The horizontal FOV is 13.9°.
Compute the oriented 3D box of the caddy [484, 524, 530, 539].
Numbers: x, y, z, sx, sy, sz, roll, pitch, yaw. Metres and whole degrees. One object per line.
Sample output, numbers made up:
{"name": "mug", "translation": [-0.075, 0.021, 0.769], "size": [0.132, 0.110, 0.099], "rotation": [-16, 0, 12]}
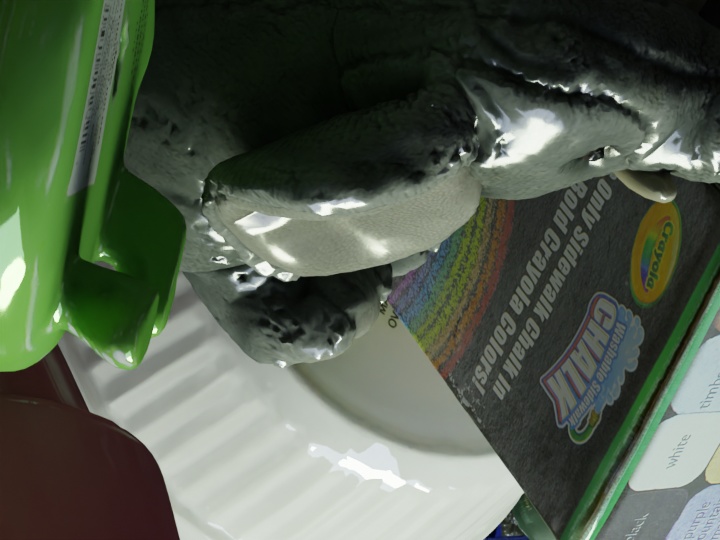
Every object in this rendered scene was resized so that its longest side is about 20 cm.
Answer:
{"name": "caddy", "translation": [0.003, 0.096, 1.108], "size": [0.105, 0.142, 0.200], "rotation": [-13, 169, 41]}

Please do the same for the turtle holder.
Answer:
{"name": "turtle holder", "translation": [-0.094, -0.063, 0.623], "size": [0.131, 0.141, 0.186], "rotation": [10, -145, -1]}

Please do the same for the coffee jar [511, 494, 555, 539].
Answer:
{"name": "coffee jar", "translation": [0.142, 0.031, 1.032], "size": [0.085, 0.105, 0.200], "rotation": [21, 143, -34]}

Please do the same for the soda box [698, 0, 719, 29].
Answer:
{"name": "soda box", "translation": [0.147, -0.094, 0.721], "size": [0.071, 0.064, 0.200], "rotation": [-2, 174, -16]}

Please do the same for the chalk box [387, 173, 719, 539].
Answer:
{"name": "chalk box", "translation": [0.103, 0.000, 0.850], "size": [0.124, 0.200, 0.125], "rotation": [-1, 130, -36]}

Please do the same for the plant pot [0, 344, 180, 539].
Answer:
{"name": "plant pot", "translation": [-0.154, 0.039, 0.728], "size": [0.199, 0.179, 0.200], "rotation": [-14, 157, -6]}

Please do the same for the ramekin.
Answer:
{"name": "ramekin", "translation": [0.000, 0.000, 0.975], "size": [0.202, 0.203, 0.094], "rotation": [-1, 163, -33]}

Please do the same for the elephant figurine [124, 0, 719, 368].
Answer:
{"name": "elephant figurine", "translation": [0.016, -0.056, 0.730], "size": [0.155, 0.142, 0.200], "rotation": [-30, -170, -30]}
